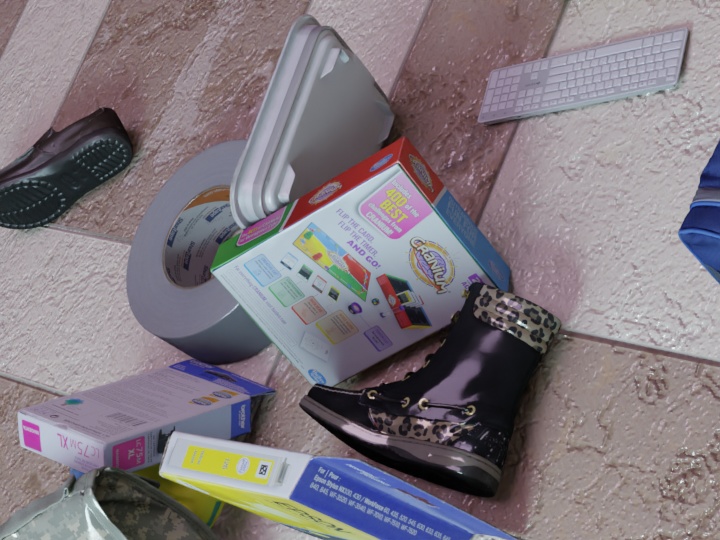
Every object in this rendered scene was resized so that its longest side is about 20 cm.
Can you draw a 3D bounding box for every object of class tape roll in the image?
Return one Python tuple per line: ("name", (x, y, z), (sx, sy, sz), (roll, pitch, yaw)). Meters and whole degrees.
("tape roll", (-0.124, -0.017, 1.704), (0.199, 0.066, 0.202), (-22, 52, 31))

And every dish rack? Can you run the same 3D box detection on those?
("dish rack", (-0.032, -0.101, 1.599), (0.043, 0.172, 0.202), (6, 67, 31))

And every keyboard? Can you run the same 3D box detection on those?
("keyboard", (0.185, -0.162, 1.550), (0.198, 0.011, 0.057), (-8, 60, 39))

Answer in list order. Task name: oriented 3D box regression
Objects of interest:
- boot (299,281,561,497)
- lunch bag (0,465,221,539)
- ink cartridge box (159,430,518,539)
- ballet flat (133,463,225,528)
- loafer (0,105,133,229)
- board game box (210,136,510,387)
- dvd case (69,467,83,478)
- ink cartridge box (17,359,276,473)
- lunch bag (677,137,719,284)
("boot", (0.057, 0.084, 1.472), (0.202, 0.073, 0.155), (16, 74, 42))
("lunch bag", (-0.209, 0.253, 1.502), (0.163, 0.200, 0.118), (-31, 26, 25))
("ink cartridge box", (-0.016, 0.177, 1.385), (0.199, 0.197, 0.047), (7, 73, 45))
("ballet flat", (-0.187, 0.179, 1.620), (0.199, 0.066, 0.068), (18, 100, 45))
("loafer", (-0.321, -0.108, 1.947), (0.198, 0.073, 0.072), (-24, 45, 20))
("board game box", (0.000, 0.000, 1.514), (0.199, 0.153, 0.040), (-28, 26, 26))
("dvd case", (-0.204, 0.226, 1.661), (0.142, 0.018, 0.202), (-30, 47, 24))
("ink cartridge box", (-0.182, 0.127, 1.600), (0.119, 0.199, 0.042), (15, 113, 41))
("lunch bag", (0.325, -0.026, 1.243), (0.199, 0.136, 0.133), (13, 75, 45))
